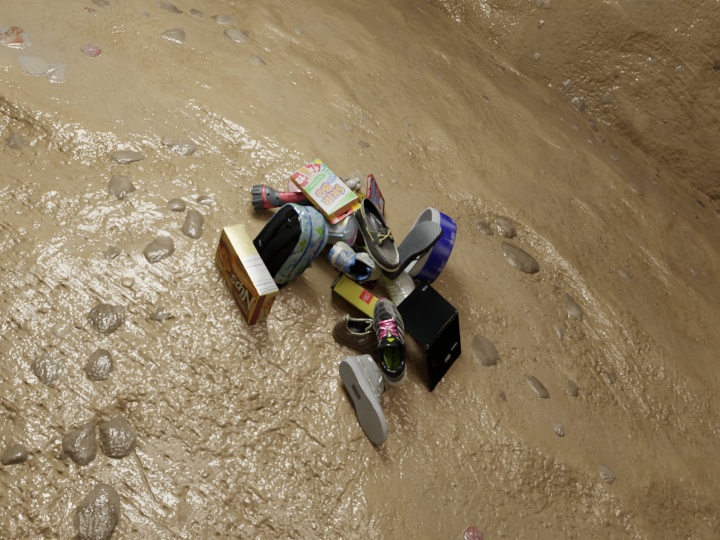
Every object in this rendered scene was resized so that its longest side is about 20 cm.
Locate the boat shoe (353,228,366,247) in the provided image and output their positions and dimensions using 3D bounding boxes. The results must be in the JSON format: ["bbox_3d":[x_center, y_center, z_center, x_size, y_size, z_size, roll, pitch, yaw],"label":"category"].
[{"bbox_3d":[-0.032,-0.090,1.498,0.195,0.077,0.072,12,46,21],"label":"boat shoe"}]

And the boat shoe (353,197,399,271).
[{"bbox_3d":[0.045,-0.093,1.419,0.070,0.061,0.204,-20,68,-27],"label":"boat shoe"}]

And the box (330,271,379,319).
[{"bbox_3d":[0.015,0.082,1.399,0.198,0.075,0.051,37,85,4],"label":"box"}]

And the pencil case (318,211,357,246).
[{"bbox_3d":[-0.105,-0.114,1.437,0.194,0.086,0.090,8,11,21],"label":"pencil case"}]

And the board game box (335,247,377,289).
[{"bbox_3d":[0.013,-0.046,1.547,0.118,0.032,0.202,31,44,-7],"label":"board game box"}]

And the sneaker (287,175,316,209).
[{"bbox_3d":[-0.119,-0.196,1.575,0.196,0.075,0.108,13,62,-30],"label":"sneaker"}]

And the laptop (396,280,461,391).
[{"bbox_3d":[0.171,0.162,1.403,0.101,0.205,0.176,10,32,35],"label":"laptop"}]

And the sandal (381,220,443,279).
[{"bbox_3d":[0.136,-0.054,1.432,0.042,0.199,0.077,22,37,-43],"label":"sandal"}]

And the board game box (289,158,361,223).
[{"bbox_3d":[-0.090,-0.206,1.422,0.094,0.030,0.200,-32,62,-19],"label":"board game box"}]

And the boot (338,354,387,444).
[{"bbox_3d":[0.031,0.282,1.250,0.094,0.074,0.204,-7,63,-43],"label":"boot"}]

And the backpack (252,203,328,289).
[{"bbox_3d":[-0.170,-0.072,1.344,0.150,0.202,0.166,-1,52,-30],"label":"backpack"}]

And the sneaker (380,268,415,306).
[{"bbox_3d":[0.110,0.063,1.452,0.202,0.073,0.084,55,21,16],"label":"sneaker"}]

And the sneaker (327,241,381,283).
[{"bbox_3d":[0.000,0.000,1.385,0.085,0.078,0.198,41,12,35],"label":"sneaker"}]

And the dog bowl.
[{"bbox_3d":[0.186,-0.066,1.536,0.077,0.201,0.203,22,45,-12],"label":"dog bowl"}]

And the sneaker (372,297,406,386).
[{"bbox_3d":[0.069,0.157,1.266,0.071,0.088,0.206,-8,73,2],"label":"sneaker"}]

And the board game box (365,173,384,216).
[{"bbox_3d":[0.042,-0.179,1.589,0.019,0.104,0.203,-15,39,16],"label":"board game box"}]

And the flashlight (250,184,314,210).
[{"bbox_3d":[-0.191,-0.202,1.475,0.193,0.068,0.070,-6,89,4],"label":"flashlight"}]

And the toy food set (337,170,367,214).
[{"bbox_3d":[-0.002,-0.213,1.582,0.146,0.059,0.200,61,20,-6],"label":"toy food set"}]

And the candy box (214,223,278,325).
[{"bbox_3d":[-0.268,0.008,1.281,0.054,0.116,0.202,-16,62,-36],"label":"candy box"}]

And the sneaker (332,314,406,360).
[{"bbox_3d":[0.031,0.163,1.345,0.195,0.076,0.072,17,46,-15],"label":"sneaker"}]
